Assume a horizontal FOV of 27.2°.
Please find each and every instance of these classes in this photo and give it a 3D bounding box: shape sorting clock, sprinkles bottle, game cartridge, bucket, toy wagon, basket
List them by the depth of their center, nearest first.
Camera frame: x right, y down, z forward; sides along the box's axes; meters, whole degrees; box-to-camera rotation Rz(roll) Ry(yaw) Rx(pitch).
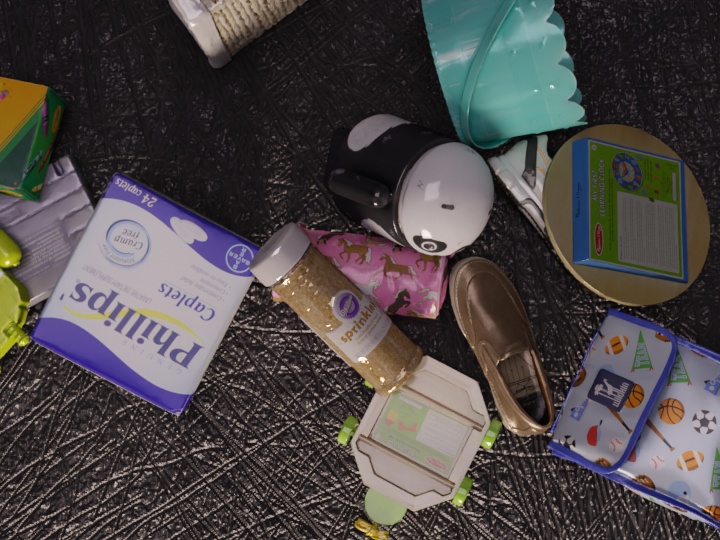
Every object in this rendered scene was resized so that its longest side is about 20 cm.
[{"bbox_3d":[-0.024,0.041,1.550,0.068,0.068,0.200,-45,103,1],"label":"sprinkles bottle"},{"bbox_3d":[0.150,-0.231,1.554,0.133,0.207,0.209,-15,85,11],"label":"bucket"},{"bbox_3d":[0.281,-0.059,1.575,0.198,0.039,0.202,8,70,-23],"label":"shape sorting clock"},{"bbox_3d":[-0.156,-0.354,1.588,0.160,0.200,0.199,-34,84,0],"label":"basket"},{"bbox_3d":[0.053,0.195,1.613,0.154,0.040,0.201,27,90,7],"label":"toy wagon"},{"bbox_3d":[-0.382,-0.026,1.671,0.199,0.038,0.131,-28,88,3],"label":"game cartridge"}]

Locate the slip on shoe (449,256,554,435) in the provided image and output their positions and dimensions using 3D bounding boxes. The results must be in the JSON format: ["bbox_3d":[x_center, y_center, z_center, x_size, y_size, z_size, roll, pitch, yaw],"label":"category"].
[{"bbox_3d":[0.154,0.080,1.580,0.075,0.061,0.202,-18,94,-14],"label":"slip on shoe"}]

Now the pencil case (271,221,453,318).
[{"bbox_3d":[0.000,0.000,1.610,0.198,0.083,0.087,7,115,6],"label":"pencil case"}]

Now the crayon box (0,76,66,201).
[{"bbox_3d":[-0.439,-0.158,1.655,0.198,0.058,0.120,12,80,13],"label":"crayon box"}]

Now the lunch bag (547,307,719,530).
[{"bbox_3d":[0.314,0.153,1.550,0.199,0.124,0.171,25,86,12],"label":"lunch bag"}]

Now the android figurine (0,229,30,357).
[{"bbox_3d":[-0.449,0.028,1.639,0.182,0.041,0.200,-44,82,1],"label":"android figurine"}]

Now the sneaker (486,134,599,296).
[{"bbox_3d":[0.223,-0.060,1.597,0.080,0.074,0.201,-37,86,-5],"label":"sneaker"}]

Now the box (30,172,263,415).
[{"bbox_3d":[-0.224,0.025,1.600,0.183,0.105,0.201,27,89,-5],"label":"box"}]

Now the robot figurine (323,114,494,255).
[{"bbox_3d":[0.048,-0.089,1.565,0.150,0.125,0.199,-43,44,-22],"label":"robot figurine"}]
